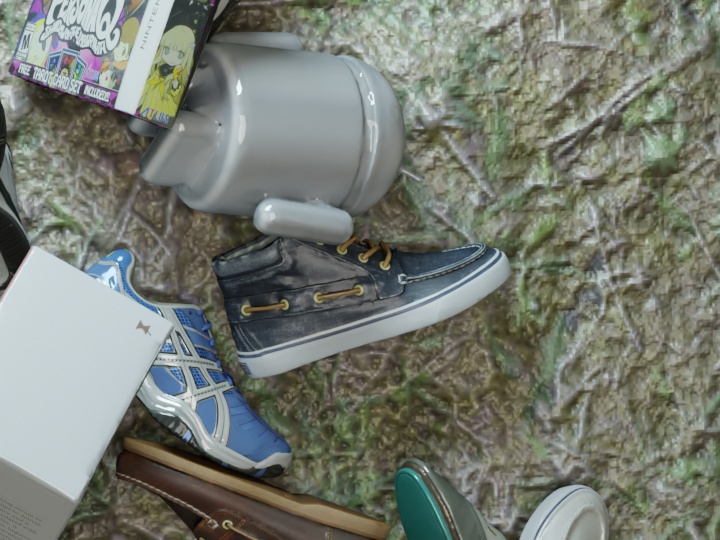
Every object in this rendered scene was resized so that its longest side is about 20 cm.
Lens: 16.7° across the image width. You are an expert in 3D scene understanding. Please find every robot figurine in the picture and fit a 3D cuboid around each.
[{"bbox_3d":[-0.054,-0.092,1.647,0.199,0.113,0.170,4,58,-30],"label":"robot figurine"}]

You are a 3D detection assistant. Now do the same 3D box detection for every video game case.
[{"bbox_3d":[-0.151,-0.196,1.616,0.036,0.200,0.182,19,92,-34],"label":"video game case"}]

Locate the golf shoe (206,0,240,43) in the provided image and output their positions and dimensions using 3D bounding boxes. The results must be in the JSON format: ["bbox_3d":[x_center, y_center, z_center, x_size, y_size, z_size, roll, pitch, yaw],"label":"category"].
[{"bbox_3d":[-0.090,-0.226,1.666,0.077,0.094,0.201,27,89,-3],"label":"golf shoe"}]

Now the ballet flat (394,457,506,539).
[{"bbox_3d":[0.081,0.218,1.720,0.063,0.067,0.201,-22,95,-30],"label":"ballet flat"}]

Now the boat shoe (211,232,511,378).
[{"bbox_3d":[0.000,0.000,1.687,0.199,0.071,0.091,-20,103,-2],"label":"boat shoe"}]

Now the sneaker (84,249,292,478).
[{"bbox_3d":[-0.120,0.067,1.685,0.200,0.076,0.077,40,88,-9],"label":"sneaker"}]

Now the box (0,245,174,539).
[{"bbox_3d":[-0.222,0.109,1.595,0.106,0.200,0.153,29,53,-4],"label":"box"}]

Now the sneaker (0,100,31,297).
[{"bbox_3d":[-0.272,-0.088,1.636,0.075,0.116,0.201,-15,127,-8],"label":"sneaker"}]

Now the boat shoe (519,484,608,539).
[{"bbox_3d":[0.138,0.235,1.675,0.071,0.070,0.201,41,58,-25],"label":"boat shoe"}]

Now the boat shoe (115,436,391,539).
[{"bbox_3d":[-0.079,0.175,1.694,0.199,0.070,0.071,21,90,-4],"label":"boat shoe"}]
